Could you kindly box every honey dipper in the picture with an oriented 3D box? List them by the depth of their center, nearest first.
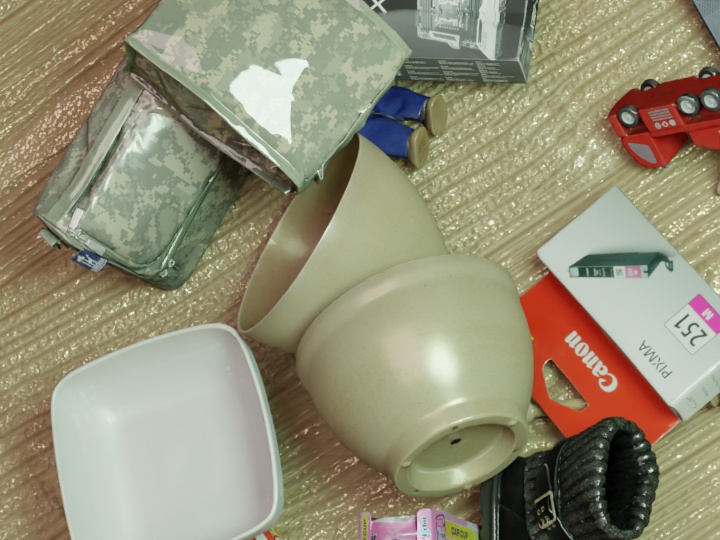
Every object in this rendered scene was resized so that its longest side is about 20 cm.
[{"bbox_3d":[0.223,0.107,1.583,0.199,0.038,0.038,-8,74,20],"label":"honey dipper"}]

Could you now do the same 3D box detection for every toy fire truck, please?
[{"bbox_3d":[0.318,-0.103,1.570,0.199,0.141,0.049,-8,31,49],"label":"toy fire truck"}]

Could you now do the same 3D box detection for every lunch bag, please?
[{"bbox_3d":[-0.077,-0.179,1.594,0.200,0.118,0.164,39,77,2],"label":"lunch bag"},{"bbox_3d":[-0.204,-0.093,1.708,0.139,0.168,0.201,30,88,23],"label":"lunch bag"}]

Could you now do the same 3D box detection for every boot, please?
[{"bbox_3d":[0.172,0.233,1.502,0.158,0.079,0.212,-22,70,47],"label":"boot"}]

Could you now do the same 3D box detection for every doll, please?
[{"bbox_3d":[-0.027,-0.145,1.721,0.199,0.049,0.137,15,61,24],"label":"doll"}]

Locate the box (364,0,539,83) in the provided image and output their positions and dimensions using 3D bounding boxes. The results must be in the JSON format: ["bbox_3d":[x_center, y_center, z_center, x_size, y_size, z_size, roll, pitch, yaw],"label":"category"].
[{"bbox_3d":[0.062,-0.251,1.682,0.199,0.050,0.159,4,70,18],"label":"box"}]

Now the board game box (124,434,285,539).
[{"bbox_3d":[-0.139,0.272,1.657,0.151,0.046,0.200,-42,67,4],"label":"board game box"}]

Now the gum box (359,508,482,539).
[{"bbox_3d":[0.054,0.260,1.510,0.066,0.200,0.114,-5,76,17],"label":"gum box"}]

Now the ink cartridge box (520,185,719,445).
[{"bbox_3d":[0.212,0.052,1.572,0.173,0.044,0.200,-40,55,3],"label":"ink cartridge box"}]

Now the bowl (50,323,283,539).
[{"bbox_3d":[-0.161,0.162,1.630,0.199,0.075,0.201,-19,69,13],"label":"bowl"}]

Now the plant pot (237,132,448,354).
[{"bbox_3d":[0.000,0.000,1.621,0.134,0.200,0.201,31,87,-14],"label":"plant pot"}]

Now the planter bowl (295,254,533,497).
[{"bbox_3d":[0.060,0.102,1.535,0.200,0.200,0.135,-29,56,10],"label":"planter bowl"}]

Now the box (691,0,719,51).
[{"bbox_3d":[0.376,-0.238,1.608,0.157,0.051,0.201,-29,69,11],"label":"box"}]
